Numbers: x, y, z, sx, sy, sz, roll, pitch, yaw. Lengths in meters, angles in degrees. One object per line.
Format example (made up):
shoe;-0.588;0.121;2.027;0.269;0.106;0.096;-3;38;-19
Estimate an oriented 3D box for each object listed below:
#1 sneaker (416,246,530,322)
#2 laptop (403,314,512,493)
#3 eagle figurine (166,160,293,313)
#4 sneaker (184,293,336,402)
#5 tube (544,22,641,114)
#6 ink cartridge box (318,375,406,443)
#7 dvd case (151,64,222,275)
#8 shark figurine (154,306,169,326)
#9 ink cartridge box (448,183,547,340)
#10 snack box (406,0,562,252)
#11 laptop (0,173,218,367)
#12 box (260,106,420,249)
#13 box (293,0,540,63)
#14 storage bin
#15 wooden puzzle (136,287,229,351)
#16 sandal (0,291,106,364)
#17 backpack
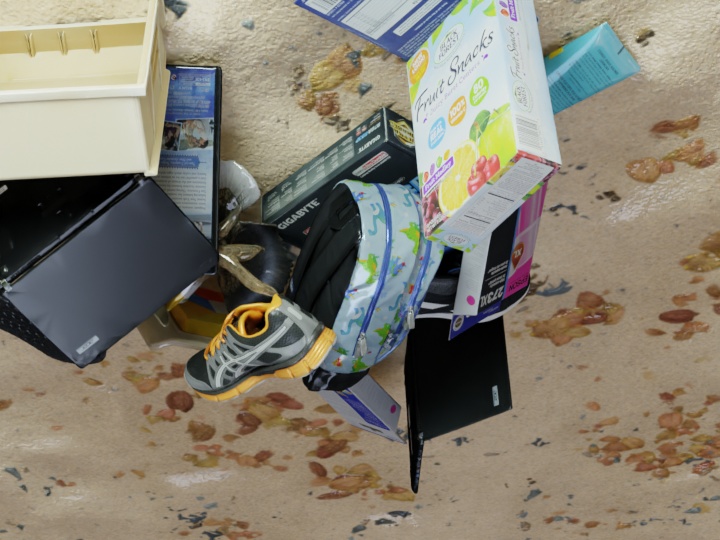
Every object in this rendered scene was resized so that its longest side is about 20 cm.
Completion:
sneaker;0.119;0.007;1.736;0.199;0.074;0.112;-7;160;-28
laptop;0.109;0.136;1.874;0.102;0.178;0.201;0;145;-2
eagle figurine;-0.156;-0.019;1.656;0.150;0.153;0.200;-24;179;-1
sneaker;-0.112;0.071;1.594;0.199;0.078;0.077;-21;120;41
tube;0.168;-0.170;1.554;0.199;0.051;0.077;-26;144;23
ink cartridge box;-0.017;0.143;1.948;0.094;0.037;0.200;15;156;38
dvd case;-0.204;-0.096;1.530;0.142;0.202;0.018;2;-171;-2
shark figurine;-0.282;0.030;1.597;0.214;0.128;0.090;8;129;-50
ink cartridge box;0.144;-0.022;1.665;0.094;0.037;0.201;-27;137;-44
snack box;0.103;-0.138;1.400;0.053;0.201;0.142;16;143;-28
laptop;-0.266;-0.046;1.516;0.177;0.200;0.103;-38;162;3
box;0.017;-0.075;1.676;0.158;0.046;0.200;26;137;-35
box;0.053;-0.244;1.446;0.199;0.033;0.121;23;138;-33
storage bin;-0.271;-0.168;1.395;0.198;0.199;0.094;-4;128;1
wooden puzzle;-0.149;0.055;1.763;0.199;0.185;0.037;8;106;-22
sandal;-0.378;0.047;1.838;0.199;0.045;0.075;26;133;-14
backpack;0.000;0.000;1.619;0.153;0.164;0.201;-2;131;-9
